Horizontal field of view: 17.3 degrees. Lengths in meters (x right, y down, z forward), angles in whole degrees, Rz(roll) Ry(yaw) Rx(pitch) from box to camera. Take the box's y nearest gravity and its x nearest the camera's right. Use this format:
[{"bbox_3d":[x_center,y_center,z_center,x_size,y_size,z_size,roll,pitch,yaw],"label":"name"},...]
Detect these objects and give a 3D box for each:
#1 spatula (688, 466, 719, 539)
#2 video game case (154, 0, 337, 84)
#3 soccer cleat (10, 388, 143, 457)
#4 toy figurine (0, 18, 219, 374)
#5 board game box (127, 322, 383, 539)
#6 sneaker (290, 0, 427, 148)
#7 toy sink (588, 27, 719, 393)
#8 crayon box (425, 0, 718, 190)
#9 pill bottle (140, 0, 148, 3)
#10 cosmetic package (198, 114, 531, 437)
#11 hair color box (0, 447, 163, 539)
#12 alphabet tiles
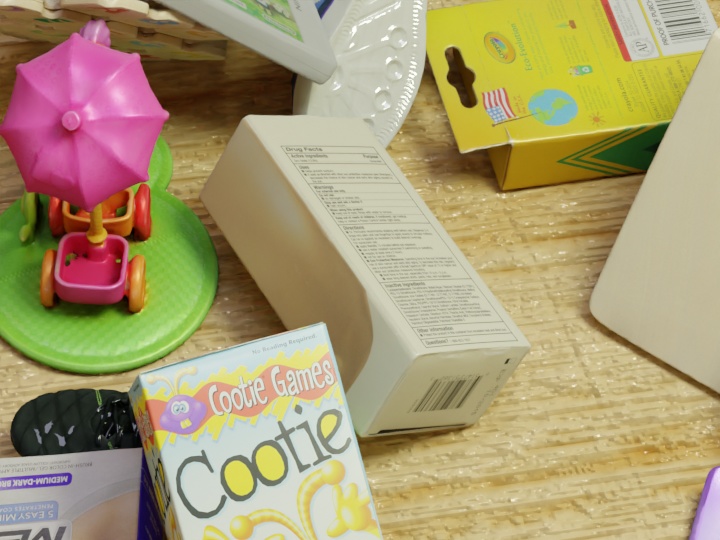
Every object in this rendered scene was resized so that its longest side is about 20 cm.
[{"bbox_3d":[0.238,0.080,1.364,0.056,0.021,0.202,15,90,6],"label":"spatula"},{"bbox_3d":[-0.113,-0.212,1.455,0.199,0.022,0.183,24,30,-34],"label":"video game case"},{"bbox_3d":[-0.101,0.092,1.341,0.198,0.081,0.068,10,53,3],"label":"soccer cleat"},{"bbox_3d":[-0.155,-0.073,1.397,0.149,0.185,0.201,4,52,-2],"label":"toy figurine"},{"bbox_3d":[-0.046,0.142,1.239,0.102,0.105,0.202,-14,84,-10],"label":"board game box"},{"bbox_3d":[-0.018,-0.164,1.554,0.080,0.146,0.202,14,91,-26],"label":"sneaker"},{"bbox_3d":[0.247,-0.040,1.440,0.130,0.201,0.112,30,27,17],"label":"toy sink"},{"bbox_3d":[0.142,-0.123,1.544,0.198,0.051,0.128,-7,54,-11],"label":"crayon box"},{"bbox_3d":[-0.167,-0.266,1.586,0.112,0.113,0.201,7,54,0],"label":"pill bottle"},{"bbox_3d":[0.000,0.000,1.404,0.105,0.071,0.200,-1,46,-43],"label":"cosmetic package"},{"bbox_3d":[-0.166,0.196,1.258,0.108,0.065,0.201,-5,54,6],"label":"hair color box"},{"bbox_3d":[-0.180,-0.152,1.460,0.195,0.199,0.015,4,86,40],"label":"alphabet tiles"}]
